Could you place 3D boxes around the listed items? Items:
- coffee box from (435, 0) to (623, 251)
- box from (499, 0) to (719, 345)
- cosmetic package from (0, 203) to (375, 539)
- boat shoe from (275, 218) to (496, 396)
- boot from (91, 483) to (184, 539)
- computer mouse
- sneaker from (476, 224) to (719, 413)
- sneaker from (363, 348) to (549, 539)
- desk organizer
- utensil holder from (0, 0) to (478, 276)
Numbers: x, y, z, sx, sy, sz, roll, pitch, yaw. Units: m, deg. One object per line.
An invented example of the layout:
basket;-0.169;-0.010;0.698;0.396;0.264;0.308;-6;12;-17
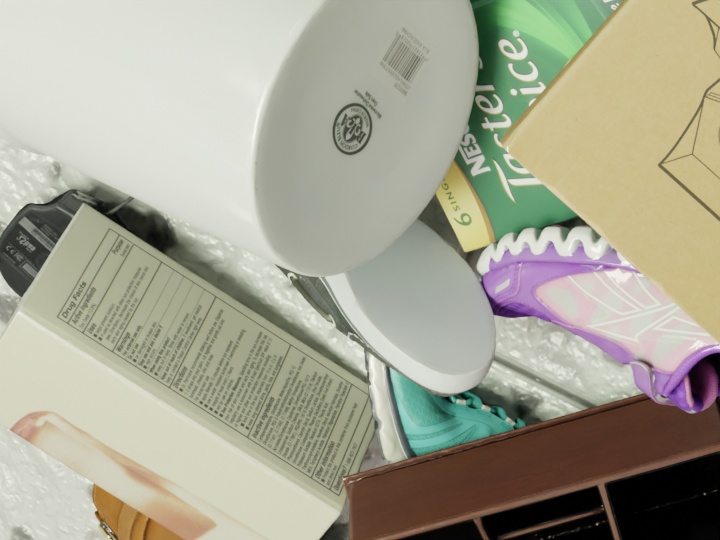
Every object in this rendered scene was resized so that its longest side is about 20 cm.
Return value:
coffee box;0.110;-0.091;1.283;0.199;0.044;0.123;-16;108;34
box;0.186;-0.078;1.197;0.163;0.021;0.200;41;98;-4
cosmetic package;-0.098;0.069;1.427;0.200;0.104;0.087;34;130;-6
boat shoe;0.000;0.000;1.354;0.200;0.068;0.057;49;146;33
boot;-0.092;0.193;1.536;0.155;0.077;0.200;39;157;23
computer mouse;-0.132;-0.039;1.443;0.059;0.034;0.200;45;132;-14
sneaker;0.141;0.024;1.285;0.199;0.080;0.089;0;86;36
sneaker;0.064;0.097;1.412;0.079;0.078;0.200;-25;110;18
desk organizer;0.095;0.124;1.343;0.199;0.077;0.072;-16;111;6
utensil holder;-0.069;-0.104;1.260;0.200;0.170;0.171;27;129;35
